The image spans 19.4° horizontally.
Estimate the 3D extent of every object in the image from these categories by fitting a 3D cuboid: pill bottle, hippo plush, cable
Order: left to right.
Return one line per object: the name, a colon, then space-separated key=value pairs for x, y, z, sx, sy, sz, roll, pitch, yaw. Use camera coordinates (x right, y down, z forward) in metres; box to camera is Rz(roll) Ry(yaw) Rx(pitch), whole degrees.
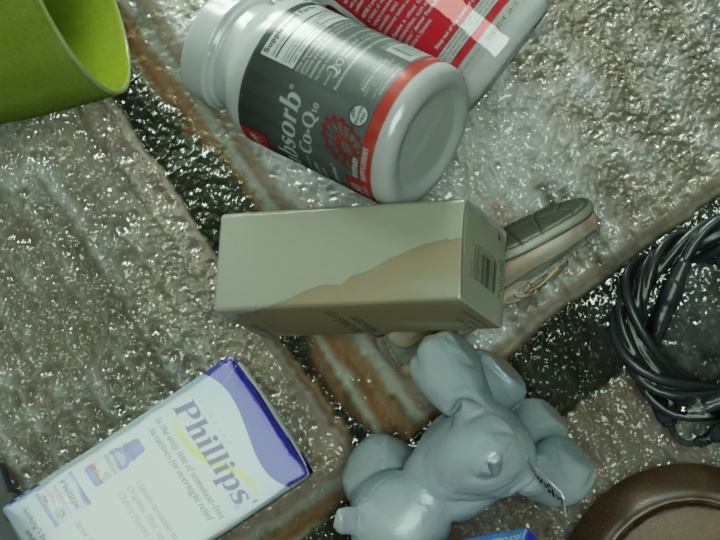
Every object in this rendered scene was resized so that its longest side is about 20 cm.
pill bottle: x=-0.029 y=-0.135 z=1.585 sx=0.200 sy=0.116 sz=0.116 roll=27 pitch=86 yaw=26
pill bottle: x=0.036 y=-0.222 z=1.619 sx=0.200 sy=0.112 sz=0.112 roll=38 pitch=87 yaw=1
hippo plush: x=0.073 y=0.166 z=1.585 sx=0.159 sy=0.200 sz=0.161 roll=34 pitch=109 yaw=-31
cable: x=0.297 y=0.034 z=1.647 sx=0.200 sy=0.051 sz=0.163 roll=-30 pitch=83 yaw=0

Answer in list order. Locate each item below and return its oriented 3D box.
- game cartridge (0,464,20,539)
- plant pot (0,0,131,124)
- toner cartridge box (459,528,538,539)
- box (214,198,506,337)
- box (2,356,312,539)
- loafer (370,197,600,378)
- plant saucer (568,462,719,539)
game cartridge: x=-0.292 y=0.252 z=1.581 sx=0.129 sy=0.038 sz=0.200 roll=-23 pitch=57 yaw=-6
plant pot: x=-0.304 y=-0.181 z=1.591 sx=0.200 sy=0.187 sz=0.187 roll=-22 pitch=87 yaw=12
toner cartridge box: x=0.127 y=0.267 z=1.551 sx=0.095 sy=0.200 sz=0.043 roll=-16 pitch=43 yaw=30
box: x=0.000 y=0.000 z=1.574 sx=0.200 sy=0.095 sz=0.078 roll=-4 pitch=74 yaw=25
box: x=-0.144 y=0.162 z=1.557 sx=0.200 sy=0.184 sz=0.105 roll=-33 pitch=86 yaw=-3
loafer: x=0.100 y=0.013 z=1.636 sx=0.200 sy=0.072 sz=0.063 roll=-28 pitch=104 yaw=3
plant saucer: x=0.254 y=0.250 z=1.629 sx=0.200 sy=0.034 sz=0.201 roll=0 pitch=91 yaw=-4
